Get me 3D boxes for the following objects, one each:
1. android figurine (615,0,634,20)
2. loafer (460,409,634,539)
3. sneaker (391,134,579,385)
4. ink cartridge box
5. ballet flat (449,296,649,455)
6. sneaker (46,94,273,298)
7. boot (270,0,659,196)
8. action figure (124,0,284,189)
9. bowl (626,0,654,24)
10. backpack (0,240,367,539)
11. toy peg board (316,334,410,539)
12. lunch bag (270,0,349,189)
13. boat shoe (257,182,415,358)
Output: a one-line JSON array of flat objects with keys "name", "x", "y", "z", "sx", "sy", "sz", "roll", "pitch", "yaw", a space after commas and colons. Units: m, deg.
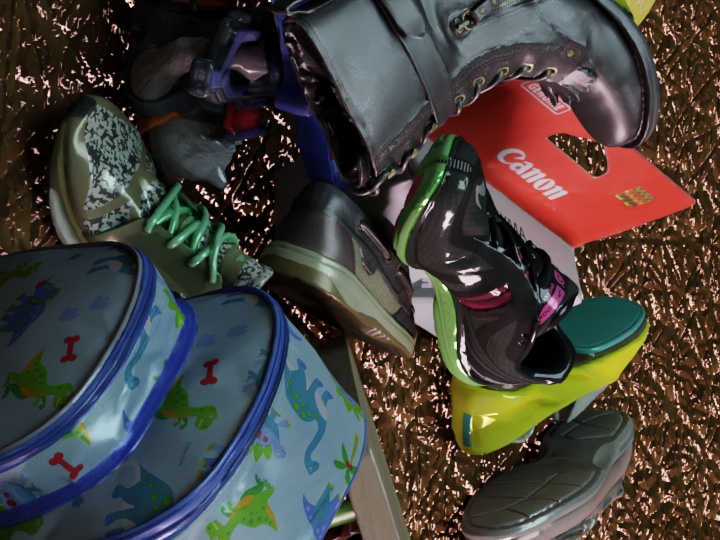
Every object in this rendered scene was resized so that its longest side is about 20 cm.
[{"name": "android figurine", "x": 0.113, "y": -0.204, "z": 1.559, "sx": 0.182, "sy": 0.041, "sz": 0.200, "roll": 60, "pitch": 8, "yaw": -62}, {"name": "loafer", "x": 0.125, "y": 0.149, "z": 1.694, "sx": 0.200, "sy": 0.072, "sz": 0.063, "roll": -36, "pitch": 122, "yaw": -57}, {"name": "sneaker", "x": 0.074, "y": -0.005, "z": 1.453, "sx": 0.077, "sy": 0.084, "sz": 0.200, "roll": -66, "pitch": 152, "yaw": -25}, {"name": "ink cartridge box", "x": 0.075, "y": -0.031, "z": 1.543, "sx": 0.200, "sy": 0.174, "sz": 0.044, "roll": 33, "pitch": 45, "yaw": -50}, {"name": "ballet flat", "x": 0.116, "y": 0.069, "z": 1.706, "sx": 0.200, "sy": 0.067, "sz": 0.067, "roll": -22, "pitch": 125, "yaw": -54}, {"name": "sneaker", "x": -0.085, "y": -0.010, "z": 1.371, "sx": 0.200, "sy": 0.089, "sz": 0.077, "roll": 61, "pitch": 39, "yaw": -30}, {"name": "boot", "x": 0.050, "y": -0.098, "z": 1.357, "sx": 0.174, "sy": 0.069, "sz": 0.200, "roll": -46, "pitch": 119, "yaw": -24}, {"name": "action figure", "x": -0.078, "y": -0.139, "z": 1.423, "sx": 0.200, "sy": 0.105, "sz": 0.194, "roll": 9, "pitch": 84, "yaw": -71}, {"name": "bowl", "x": 0.149, "y": -0.235, "z": 1.738, "sx": 0.200, "sy": 0.108, "sz": 0.200, "roll": 33, "pitch": 50, "yaw": -51}, {"name": "backpack", "x": -0.114, "y": 0.081, "z": 1.207, "sx": 0.147, "sy": 0.200, "sz": 0.183, "roll": 58, "pitch": 41, "yaw": -34}, {"name": "toy peg board", "x": -0.019, "y": 0.163, "z": 1.424, "sx": 0.199, "sy": 0.098, "sz": 0.200, "roll": -105, "pitch": 179, "yaw": -75}, {"name": "lunch bag", "x": 0.015, "y": -0.146, "z": 1.415, "sx": 0.200, "sy": 0.094, "sz": 0.151, "roll": -56, "pitch": 154, "yaw": -34}, {"name": "boat shoe", "x": -0.001, "y": 0.000, "z": 1.467, "sx": 0.066, "sy": 0.072, "sz": 0.201, "roll": -66, "pitch": 162, "yaw": -4}]
